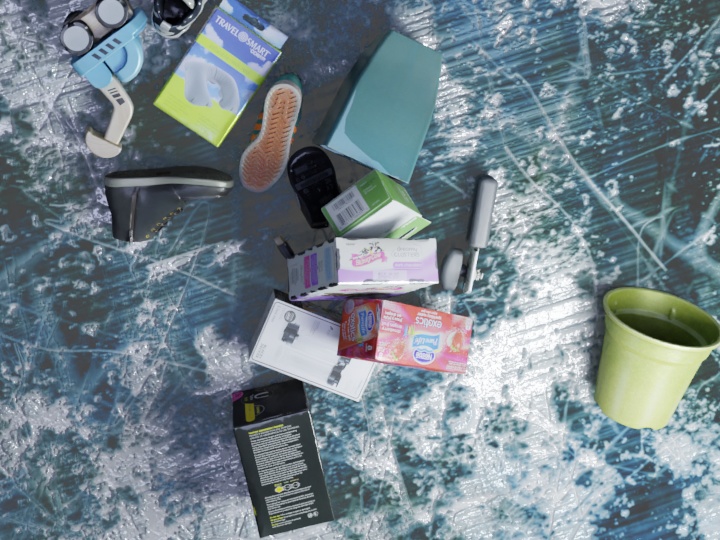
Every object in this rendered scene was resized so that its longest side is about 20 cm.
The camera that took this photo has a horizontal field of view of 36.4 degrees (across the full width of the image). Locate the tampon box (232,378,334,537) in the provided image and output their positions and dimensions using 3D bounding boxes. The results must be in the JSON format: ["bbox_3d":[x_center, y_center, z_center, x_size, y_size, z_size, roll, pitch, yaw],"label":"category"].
[{"bbox_3d":[-0.130,0.303,1.787,0.126,0.150,0.201,-13,106,-4],"label":"tampon box"}]

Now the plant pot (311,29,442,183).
[{"bbox_3d":[0.038,-0.255,1.671,0.141,0.141,0.201,24,94,-13],"label":"plant pot"}]

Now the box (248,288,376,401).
[{"bbox_3d":[-0.072,0.124,1.794,0.199,0.060,0.117,21,101,-12],"label":"box"}]

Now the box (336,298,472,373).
[{"bbox_3d":[0.072,0.105,1.736,0.200,0.100,0.096,13,82,-39],"label":"box"}]

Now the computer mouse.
[{"bbox_3d":[-0.086,-0.096,1.744,0.140,0.046,0.200,-30,118,-3],"label":"computer mouse"}]

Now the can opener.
[{"bbox_3d":[0.180,-0.058,1.782,0.066,0.053,0.201,11,103,-9],"label":"can opener"}]

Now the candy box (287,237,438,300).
[{"bbox_3d":[0.000,0.000,1.674,0.167,0.200,0.072,0,81,-24],"label":"candy box"}]

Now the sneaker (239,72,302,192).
[{"bbox_3d":[-0.130,-0.215,1.696,0.071,0.080,0.200,24,122,-4],"label":"sneaker"}]

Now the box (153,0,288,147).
[{"bbox_3d":[-0.211,-0.305,1.670,0.122,0.048,0.200,33,99,-14],"label":"box"}]

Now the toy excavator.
[{"bbox_3d":[-0.373,-0.293,1.635,0.194,0.100,0.200,-36,115,4],"label":"toy excavator"}]

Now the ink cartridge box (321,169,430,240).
[{"bbox_3d":[0.027,-0.085,1.691,0.104,0.200,0.059,-35,73,13],"label":"ink cartridge box"}]

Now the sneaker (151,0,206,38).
[{"bbox_3d":[-0.243,-0.428,1.590,0.079,0.130,0.199,35,98,-15],"label":"sneaker"}]

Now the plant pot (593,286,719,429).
[{"bbox_3d":[0.477,0.155,1.819,0.200,0.201,0.185,7,115,-9],"label":"plant pot"}]

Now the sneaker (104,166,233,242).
[{"bbox_3d":[-0.294,-0.102,1.706,0.199,0.075,0.107,-1,110,2],"label":"sneaker"}]
